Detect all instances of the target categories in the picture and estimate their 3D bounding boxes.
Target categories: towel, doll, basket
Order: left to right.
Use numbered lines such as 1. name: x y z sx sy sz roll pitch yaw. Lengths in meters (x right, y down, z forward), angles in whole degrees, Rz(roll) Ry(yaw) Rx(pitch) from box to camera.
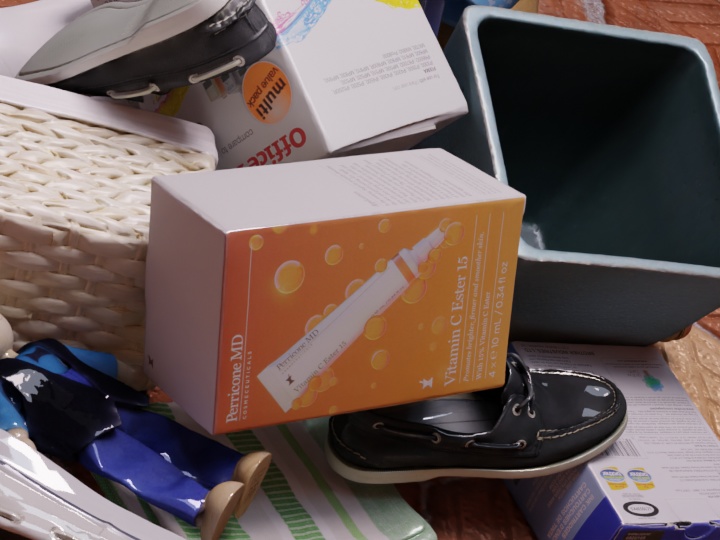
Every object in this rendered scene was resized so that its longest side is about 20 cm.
1. basket: -0.192 -0.022 1.253 0.199 0.136 0.124 11 38 -25
2. doll: -0.151 0.082 1.180 0.200 0.049 0.136 29 28 9
3. towel: -0.065 0.128 1.245 0.200 0.023 0.153 -5 44 -41

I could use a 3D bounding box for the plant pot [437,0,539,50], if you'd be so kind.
1. plant pot: 0.055 -0.153 1.610 0.186 0.186 0.200 16 47 -20

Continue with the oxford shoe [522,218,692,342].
1. oxford shoe: 0.162 -0.002 1.582 0.200 0.071 0.075 38 55 18

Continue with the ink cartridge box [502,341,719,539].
1. ink cartridge box: 0.176 0.142 1.364 0.136 0.076 0.200 4 38 -34

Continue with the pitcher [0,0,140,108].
1. pitcher: -0.198 -0.121 1.401 0.199 0.121 0.172 5 33 -20

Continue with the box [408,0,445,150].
1. box: -0.005 -0.157 1.424 0.121 0.200 0.032 29 31 28

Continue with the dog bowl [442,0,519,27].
1. dog bowl: 0.036 -0.241 1.482 0.200 0.050 0.111 38 -11 -30

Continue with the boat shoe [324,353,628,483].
1. boat shoe: 0.077 0.083 1.285 0.199 0.066 0.075 -3 42 -11

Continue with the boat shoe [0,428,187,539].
1. boat shoe: -0.147 0.158 1.099 0.200 0.072 0.066 35 53 -1

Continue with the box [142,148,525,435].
1. box: -0.016 0.008 1.204 0.200 0.125 0.097 -8 24 -30

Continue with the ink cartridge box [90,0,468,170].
1. ink cartridge box: -0.057 -0.148 1.347 0.144 0.145 0.200 -22 84 -47

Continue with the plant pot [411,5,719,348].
1. plant pot: 0.130 -0.038 1.437 0.195 0.200 0.197 5 59 -24

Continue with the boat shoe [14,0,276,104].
1. boat shoe: -0.136 -0.132 1.271 0.060 0.200 0.076 50 53 -26
